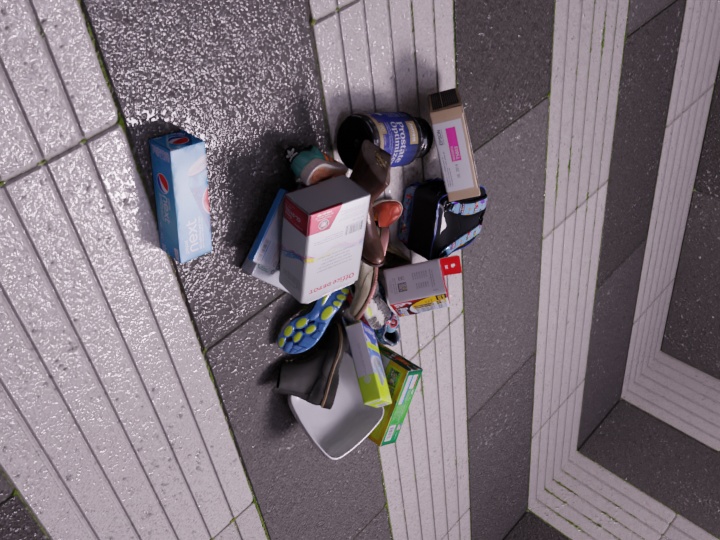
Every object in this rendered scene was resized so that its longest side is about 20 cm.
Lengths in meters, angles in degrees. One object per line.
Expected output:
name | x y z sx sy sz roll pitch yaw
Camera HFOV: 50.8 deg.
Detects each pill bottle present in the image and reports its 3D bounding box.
pill bottle | 0.055 -0.264 1.536 0.199 0.111 0.113 -15 124 -45

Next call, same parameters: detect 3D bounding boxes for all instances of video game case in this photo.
video game case | -0.119 -0.061 1.466 0.199 0.018 0.145 23 93 -54

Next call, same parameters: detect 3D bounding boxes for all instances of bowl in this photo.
bowl | -0.065 0.313 1.743 0.199 0.074 0.201 -36 95 -34

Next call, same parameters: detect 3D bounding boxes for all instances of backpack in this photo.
backpack | 0.203 -0.132 1.787 0.199 0.134 0.185 -22 128 -41

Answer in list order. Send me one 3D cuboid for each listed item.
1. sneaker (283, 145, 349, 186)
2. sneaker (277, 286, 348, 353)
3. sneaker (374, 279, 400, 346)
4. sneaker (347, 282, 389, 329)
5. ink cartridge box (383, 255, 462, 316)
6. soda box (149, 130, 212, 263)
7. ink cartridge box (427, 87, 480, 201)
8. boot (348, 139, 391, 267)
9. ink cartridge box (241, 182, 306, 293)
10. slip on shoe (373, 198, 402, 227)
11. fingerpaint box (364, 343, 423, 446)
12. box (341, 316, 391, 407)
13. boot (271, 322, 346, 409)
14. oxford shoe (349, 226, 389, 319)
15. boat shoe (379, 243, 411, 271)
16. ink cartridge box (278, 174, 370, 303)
sneaker | -0.083 -0.200 1.449 0.072 0.080 0.200 -48 167 9
sneaker | -0.097 0.097 1.610 0.200 0.071 0.083 -50 -174 -4
sneaker | 0.058 0.102 1.794 0.079 0.095 0.201 -42 140 -25
sneaker | -0.006 0.052 1.678 0.077 0.084 0.201 -45 134 -27
ink cartridge box | 0.155 0.038 1.748 0.200 0.173 0.085 47 32 -75
soda box | -0.293 -0.120 1.243 0.067 0.064 0.202 -26 132 -39
ink cartridge box | 0.199 -0.272 1.629 0.165 0.074 0.202 -81 158 -65
boot | 0.024 -0.125 1.432 0.064 0.188 0.200 -23 166 -32
ink cartridge box | -0.124 -0.057 1.513 0.199 0.040 0.202 31 87 -54
slip on shoe | 0.027 -0.100 1.655 0.199 0.061 0.075 -28 131 -40
fingerpaint box | 0.040 0.292 1.837 0.073 0.166 0.202 3 110 -53
box | 0.016 0.204 1.719 0.047 0.203 0.122 -17 163 10
boot | -0.111 0.193 1.672 0.078 0.137 0.202 117 -15 -52
oxford shoe | 0.000 0.000 1.581 0.073 0.071 0.203 15 89 -13
boat shoe | 0.036 -0.028 1.709 0.199 0.063 0.074 7 108 -51
ink cartridge box | -0.071 -0.058 1.419 0.145 0.083 0.202 -23 137 -36
